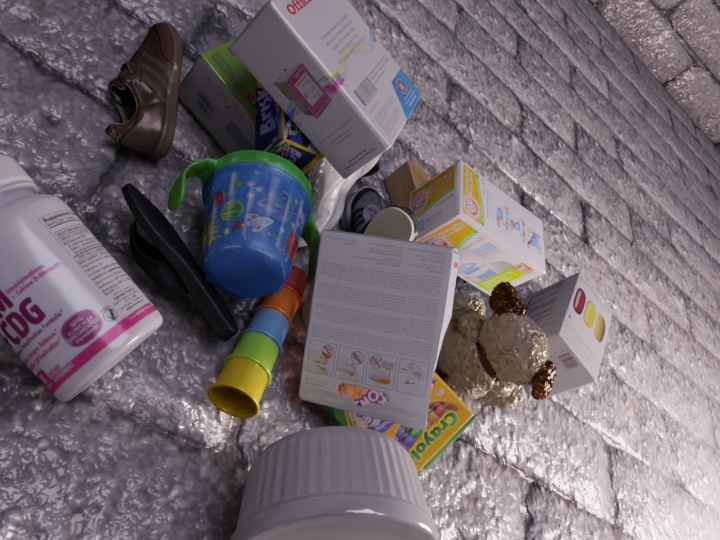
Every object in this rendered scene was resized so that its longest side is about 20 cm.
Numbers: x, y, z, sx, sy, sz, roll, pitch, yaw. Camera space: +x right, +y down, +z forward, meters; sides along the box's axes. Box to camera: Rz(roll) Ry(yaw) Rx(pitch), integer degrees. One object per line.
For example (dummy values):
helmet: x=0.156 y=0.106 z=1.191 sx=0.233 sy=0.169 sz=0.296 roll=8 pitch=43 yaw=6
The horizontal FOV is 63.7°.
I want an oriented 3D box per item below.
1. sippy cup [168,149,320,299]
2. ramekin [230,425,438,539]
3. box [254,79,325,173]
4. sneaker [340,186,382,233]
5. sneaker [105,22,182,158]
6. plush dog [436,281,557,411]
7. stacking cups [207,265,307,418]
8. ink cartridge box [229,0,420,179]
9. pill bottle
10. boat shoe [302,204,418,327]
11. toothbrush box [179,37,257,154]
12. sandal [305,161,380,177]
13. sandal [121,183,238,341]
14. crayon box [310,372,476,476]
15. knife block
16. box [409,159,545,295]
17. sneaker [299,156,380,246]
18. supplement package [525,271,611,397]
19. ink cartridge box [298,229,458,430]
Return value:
sippy cup: x=-0.126 y=-0.045 z=0.671 sx=0.175 sy=0.140 sz=0.132 roll=5 pitch=50 yaw=-4
ramekin: x=-0.027 y=0.235 z=0.570 sx=0.201 sy=0.202 sz=0.095 roll=26 pitch=37 yaw=-29
box: x=-0.091 y=-0.221 z=0.739 sx=0.064 sy=0.070 sz=0.202 roll=17 pitch=58 yaw=-37
sneaker: x=0.025 y=-0.062 z=0.845 sx=0.075 sy=0.113 sz=0.202 roll=32 pitch=48 yaw=-24
sneaker: x=-0.266 y=-0.236 z=0.711 sx=0.075 sy=0.070 sz=0.202 roll=12 pitch=58 yaw=-36
plush dog: x=0.193 y=0.118 z=0.850 sx=0.160 sy=0.171 sz=0.202 roll=-18 pitch=80 yaw=-46
stacking cups: x=-0.112 y=0.070 z=0.680 sx=0.060 sy=0.060 sz=0.201 roll=38 pitch=44 yaw=-20
ink cartridge box: x=-0.034 y=-0.236 z=0.688 sx=0.200 sy=0.084 sz=0.145 roll=48 pitch=42 yaw=-19
pill bottle: x=-0.285 y=0.006 z=0.518 sx=0.201 sy=0.113 sz=0.113 roll=51 pitch=43 yaw=-6
boat shoe: x=0.002 y=0.002 z=0.739 sx=0.074 sy=0.202 sz=0.063 roll=42 pitch=19 yaw=7
toothbrush box: x=-0.137 y=-0.252 z=0.828 sx=0.146 sy=0.086 sz=0.200 roll=50 pitch=44 yaw=-11
sandal: x=-0.040 y=-0.150 z=0.870 sx=0.199 sy=0.079 sz=0.058 roll=-5 pitch=83 yaw=-44
sandal: x=-0.207 y=-0.001 z=0.632 sx=0.048 sy=0.075 sz=0.202 roll=-33 pitch=99 yaw=-3
crayon box: x=0.049 y=0.171 z=0.723 sx=0.200 sy=0.126 sz=0.052 roll=46 pitch=-2 yaw=-13
knife block: x=0.105 y=-0.058 z=0.954 sx=0.200 sy=0.064 sz=0.176 roll=44 pitch=43 yaw=-15
box: x=0.178 y=-0.060 z=0.892 sx=0.199 sy=0.112 sz=0.102 roll=29 pitch=52 yaw=-30
sneaker: x=-0.052 y=-0.129 z=0.789 sx=0.099 sy=0.075 sz=0.201 roll=35 pitch=85 yaw=-41
supplement package: x=0.371 y=0.114 z=1.064 sx=0.114 sy=0.109 sz=0.200 roll=49 pitch=43 yaw=-8
ink cartridge box: x=0.021 y=0.063 z=0.670 sx=0.050 sy=0.160 sz=0.203 roll=-5 pitch=103 yaw=-71
